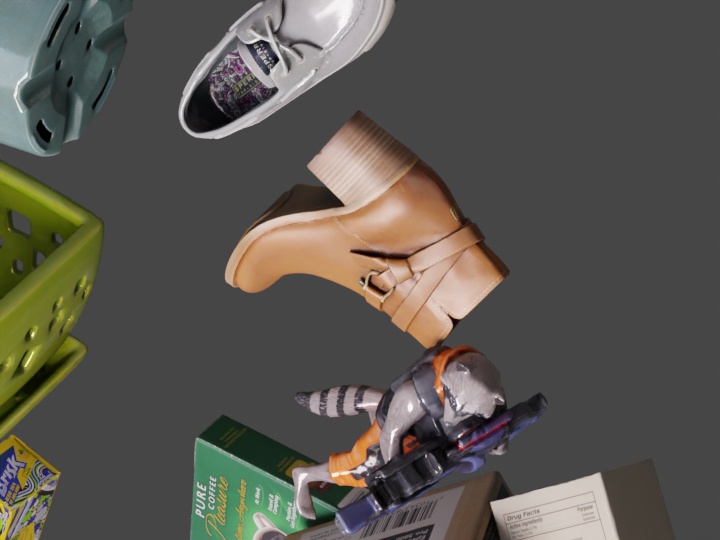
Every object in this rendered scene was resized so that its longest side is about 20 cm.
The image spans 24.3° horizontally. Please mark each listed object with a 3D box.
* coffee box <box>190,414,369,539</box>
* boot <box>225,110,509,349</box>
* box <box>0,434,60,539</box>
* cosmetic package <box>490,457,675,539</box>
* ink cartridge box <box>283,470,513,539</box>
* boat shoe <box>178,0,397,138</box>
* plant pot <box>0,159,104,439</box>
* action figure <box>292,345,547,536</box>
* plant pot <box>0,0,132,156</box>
[{"bbox_3d":[-0.046,0.209,1.356,0.198,0.044,0.124,22,129,22],"label":"coffee box"},{"bbox_3d":[0.000,0.000,1.172,0.155,0.074,0.200,44,137,-2],"label":"boot"},{"bbox_3d":[-0.347,0.251,1.582,0.064,0.070,0.201,36,133,14],"label":"box"},{"bbox_3d":[0.171,0.241,1.146,0.103,0.073,0.202,-21,79,41],"label":"cosmetic package"},{"bbox_3d":[0.015,0.241,1.198,0.198,0.165,0.076,-21,109,26],"label":"ink cartridge box"},{"bbox_3d":[-0.052,-0.145,1.113,0.070,0.071,0.200,51,132,-3],"label":"boat shoe"},{"bbox_3d":[-0.339,0.033,1.357,0.198,0.200,0.183,27,138,18],"label":"plant pot"},{"bbox_3d":[0.021,0.108,1.149,0.193,0.199,0.105,-31,85,45],"label":"action figure"},{"bbox_3d":[-0.279,-0.185,1.185,0.194,0.201,0.202,22,129,11],"label":"plant pot"}]
